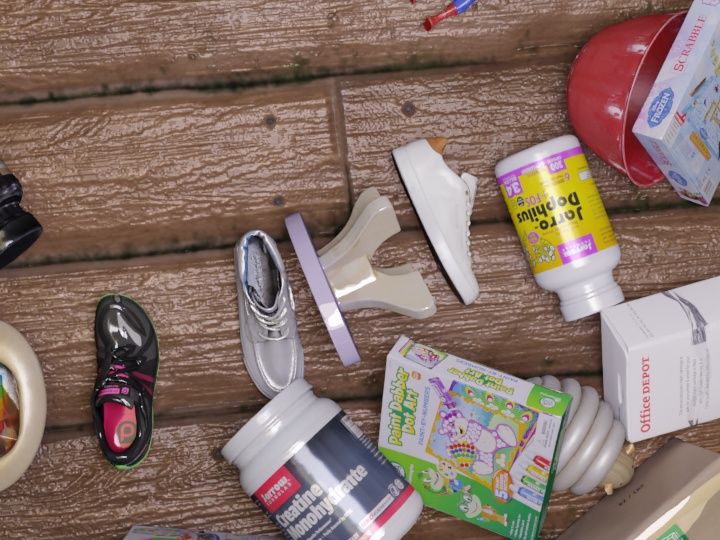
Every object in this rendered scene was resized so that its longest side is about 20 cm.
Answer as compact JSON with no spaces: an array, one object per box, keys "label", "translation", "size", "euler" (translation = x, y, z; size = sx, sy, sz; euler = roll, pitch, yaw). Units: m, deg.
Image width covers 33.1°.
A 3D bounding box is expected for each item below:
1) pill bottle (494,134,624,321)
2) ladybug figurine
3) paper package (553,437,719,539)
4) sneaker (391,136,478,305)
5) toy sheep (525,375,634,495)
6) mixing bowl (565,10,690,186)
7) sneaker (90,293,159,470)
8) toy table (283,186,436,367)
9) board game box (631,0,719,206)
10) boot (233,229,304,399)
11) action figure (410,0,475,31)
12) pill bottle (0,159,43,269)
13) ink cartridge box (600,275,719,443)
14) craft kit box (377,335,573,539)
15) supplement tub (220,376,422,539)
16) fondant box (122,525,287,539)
[{"label":"pill bottle","translation":[0.235,-0.047,1.396],"size":[0.104,0.104,0.201],"euler":[-21,88,-4]},{"label":"ladybug figurine","translation":[-0.418,0.148,1.360],"size":[0.135,0.072,0.201],"euler":[2,87,-4]},{"label":"paper package","translation":[0.333,0.290,1.341],"size":[0.200,0.191,0.104],"euler":[-39,90,-4]},{"label":"sneaker","translation":[0.110,-0.063,1.404],"size":[0.084,0.073,0.201],"euler":[-22,87,-2]},{"label":"toy sheep","translation":[0.223,0.182,1.368],"size":[0.200,0.138,0.138],"euler":[30,86,-2]},{"label":"mixing bowl","translation":[0.305,-0.206,1.383],"size":[0.108,0.200,0.201],"euler":[21,85,34]},{"label":"sneaker","translation":[-0.265,0.125,1.365],"size":[0.076,0.084,0.201],"euler":[-5,87,-4]},{"label":"toy table","translation":[0.000,0.000,1.351],"size":[0.117,0.184,0.201],"euler":[-24,66,-1]},{"label":"board game box","translation":[0.395,-0.201,1.376],"size":[0.041,0.200,0.200],"euler":[24,84,35]},{"label":"boot","translation":[-0.108,0.052,1.373],"size":[0.073,0.096,0.201],"euler":[-13,88,-4]},{"label":"action figure","translation":[0.158,-0.354,1.438],"size":[0.199,0.052,0.066],"euler":[-29,85,-7]},{"label":"pill bottle","translation":[-0.451,-0.097,1.352],"size":[0.112,0.112,0.200],"euler":[-40,90,-5]},{"label":"ink cartridge box","translation":[0.379,0.095,1.372],"size":[0.199,0.084,0.146],"euler":[-14,125,-6]},{"label":"craft kit box","translation":[0.117,0.187,1.319],"size":[0.197,0.049,0.201],"euler":[20,129,20]},{"label":"supplement tub","translation":[-0.042,0.231,1.326],"size":[0.140,0.140,0.200],"euler":[-43,85,-5]},{"label":"fondant box","translation":[-0.164,0.328,1.330],"size":[0.199,0.144,0.059],"euler":[6,89,-3]}]
